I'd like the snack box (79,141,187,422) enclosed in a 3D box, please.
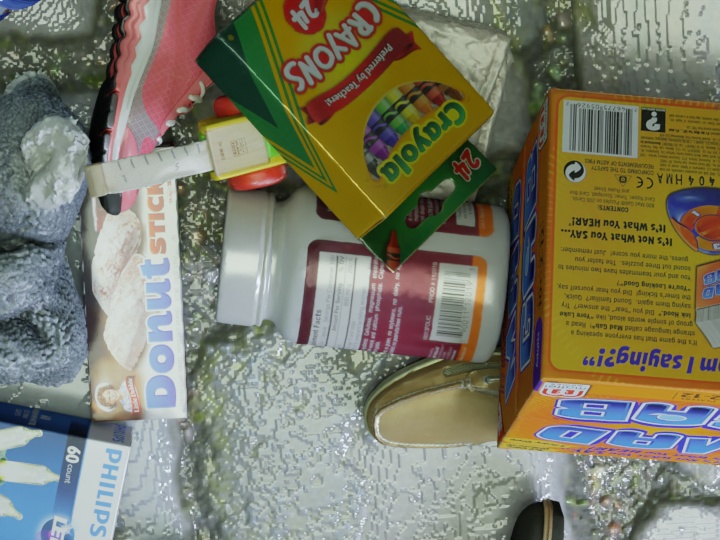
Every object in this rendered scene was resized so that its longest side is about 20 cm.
[{"bbox_3d":[-0.165,0.009,1.759,0.071,0.024,0.201,-3,101,-4],"label":"snack box"}]

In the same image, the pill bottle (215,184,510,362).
[{"bbox_3d":[0.000,0.000,1.720,0.199,0.114,0.115,7,101,-4],"label":"pill bottle"}]

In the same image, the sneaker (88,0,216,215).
[{"bbox_3d":[-0.135,-0.133,1.699,0.086,0.074,0.201,12,89,-14],"label":"sneaker"}]

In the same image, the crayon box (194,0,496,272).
[{"bbox_3d":[0.001,-0.114,1.660,0.200,0.051,0.127,47,60,-3],"label":"crayon box"}]

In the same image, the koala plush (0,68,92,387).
[{"bbox_3d":[-0.248,-0.036,1.682,0.183,0.177,0.201,21,99,-18],"label":"koala plush"}]

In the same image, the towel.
[{"bbox_3d":[0.003,-0.130,1.736,0.199,0.034,0.133,15,99,-4],"label":"towel"}]

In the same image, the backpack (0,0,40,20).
[{"bbox_3d":[-0.256,-0.256,1.617,0.199,0.191,0.154,33,104,-9],"label":"backpack"}]

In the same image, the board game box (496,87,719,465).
[{"bbox_3d":[0.207,0.011,1.654,0.199,0.200,0.201,5,73,-4],"label":"board game box"}]

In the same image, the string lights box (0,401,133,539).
[{"bbox_3d":[-0.272,0.149,1.764,0.199,0.059,0.103,11,99,-5],"label":"string lights box"}]

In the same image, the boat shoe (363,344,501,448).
[{"bbox_3d":[0.101,0.095,1.756,0.199,0.076,0.072,-15,123,1],"label":"boat shoe"}]

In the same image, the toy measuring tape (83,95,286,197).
[{"bbox_3d":[-0.109,-0.082,1.671,0.199,0.073,0.074,-16,103,-30],"label":"toy measuring tape"}]

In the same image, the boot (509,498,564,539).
[{"bbox_3d":[0.064,0.251,1.797,0.138,0.077,0.201,17,99,-1],"label":"boot"}]
